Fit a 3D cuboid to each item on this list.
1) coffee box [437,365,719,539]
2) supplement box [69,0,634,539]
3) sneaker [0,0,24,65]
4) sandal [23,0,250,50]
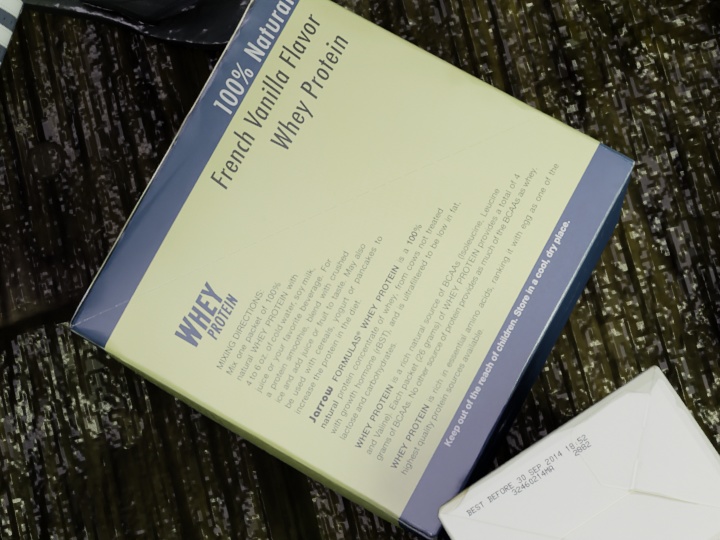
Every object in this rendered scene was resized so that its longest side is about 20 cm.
[{"bbox_3d":[0.107,0.122,0.826,0.112,0.200,0.080,-33,75,-1],"label":"coffee box"},{"bbox_3d":[0.000,0.000,0.890,0.198,0.134,0.201,28,83,9],"label":"supplement box"},{"bbox_3d":[-0.201,-0.144,0.953,0.070,0.108,0.202,25,126,17],"label":"sneaker"},{"bbox_3d":[-0.118,-0.164,0.973,0.198,0.048,0.076,5,80,7],"label":"sandal"}]
